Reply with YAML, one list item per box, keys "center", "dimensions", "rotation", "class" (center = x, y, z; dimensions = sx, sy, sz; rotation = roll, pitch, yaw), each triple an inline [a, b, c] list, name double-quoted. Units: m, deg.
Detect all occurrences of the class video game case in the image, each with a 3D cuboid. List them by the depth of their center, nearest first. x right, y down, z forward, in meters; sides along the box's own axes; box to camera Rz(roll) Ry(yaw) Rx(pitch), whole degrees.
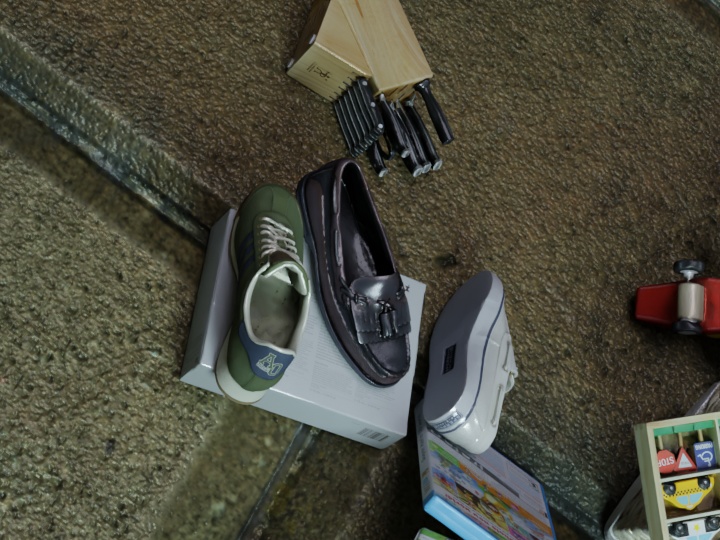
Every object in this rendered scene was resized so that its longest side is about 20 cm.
- center: [0.108, 0.192, 1.389]
  dimensions: [0.143, 0.018, 0.200]
  rotation: [37, 14, -12]
  class: "video game case"

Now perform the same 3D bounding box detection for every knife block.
- center: [0.027, -0.195, 1.561]
  dimensions: [0.175, 0.064, 0.201]
  rotation: [29, 57, -17]
  class: "knife block"

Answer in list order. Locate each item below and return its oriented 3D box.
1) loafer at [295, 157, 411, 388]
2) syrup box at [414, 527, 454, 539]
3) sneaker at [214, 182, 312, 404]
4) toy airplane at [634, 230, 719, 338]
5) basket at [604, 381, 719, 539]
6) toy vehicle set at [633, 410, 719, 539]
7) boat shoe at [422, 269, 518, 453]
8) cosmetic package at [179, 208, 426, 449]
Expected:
- center: [0.000, 0.000, 1.396]
  dimensions: [0.072, 0.063, 0.201]
  rotation: [-12, 77, -37]
  class: "loafer"
- center: [0.122, 0.289, 1.287]
  dimensions: [0.199, 0.079, 0.082]
  rotation: [19, 57, 17]
  class: "syrup box"
- center: [-0.067, 0.005, 1.339]
  dimensions: [0.067, 0.090, 0.201]
  rotation: [19, 59, -20]
  class: "sneaker"
- center: [0.400, 0.042, 1.629]
  dimensions: [0.200, 0.141, 0.199]
  rotation: [-41, 79, -4]
  class: "toy airplane"
- center: [0.345, 0.211, 1.501]
  dimensions: [0.136, 0.123, 0.200]
  rotation: [43, 73, -6]
  class: "basket"
- center: [0.341, 0.182, 1.425]
  dimensions: [0.199, 0.027, 0.125]
  rotation: [-7, 84, -18]
  class: "toy vehicle set"
- center: [0.108, 0.083, 1.469]
  dimensions: [0.070, 0.071, 0.200]
  rotation: [44, 33, -22]
  class: "boat shoe"
- center: [-0.046, 0.052, 1.417]
  dimensions: [0.199, 0.052, 0.152]
  rotation: [21, 61, -21]
  class: "cosmetic package"
